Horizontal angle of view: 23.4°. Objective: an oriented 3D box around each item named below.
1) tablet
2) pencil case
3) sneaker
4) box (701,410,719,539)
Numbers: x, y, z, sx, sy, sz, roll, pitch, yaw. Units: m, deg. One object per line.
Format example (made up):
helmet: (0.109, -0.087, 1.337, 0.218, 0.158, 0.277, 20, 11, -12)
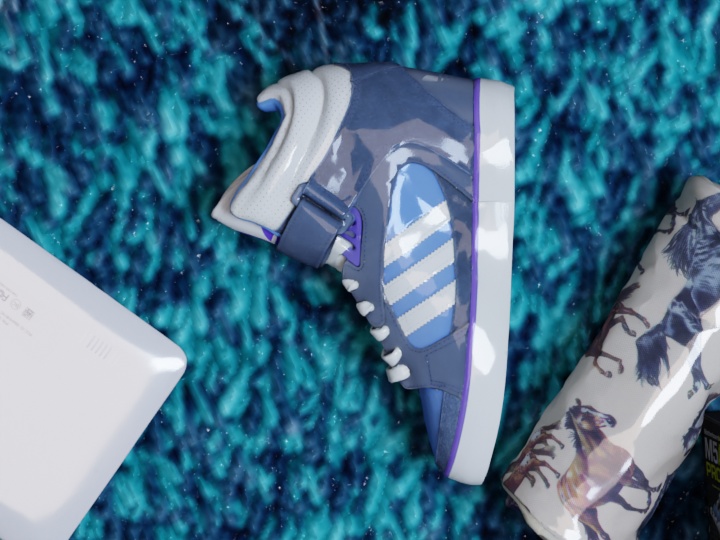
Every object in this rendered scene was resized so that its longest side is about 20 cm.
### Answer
tablet: (-0.200, 0.038, 0.857, 0.199, 0.014, 0.131, 36, 90, -6)
pencil case: (0.149, 0.050, 0.859, 0.077, 0.089, 0.201, 32, 90, 22)
sneaker: (0.000, 0.000, 0.846, 0.145, 0.081, 0.202, 3, 97, 3)
box: (0.212, 0.157, 0.809, 0.044, 0.200, 0.162, -5, 93, -5)
